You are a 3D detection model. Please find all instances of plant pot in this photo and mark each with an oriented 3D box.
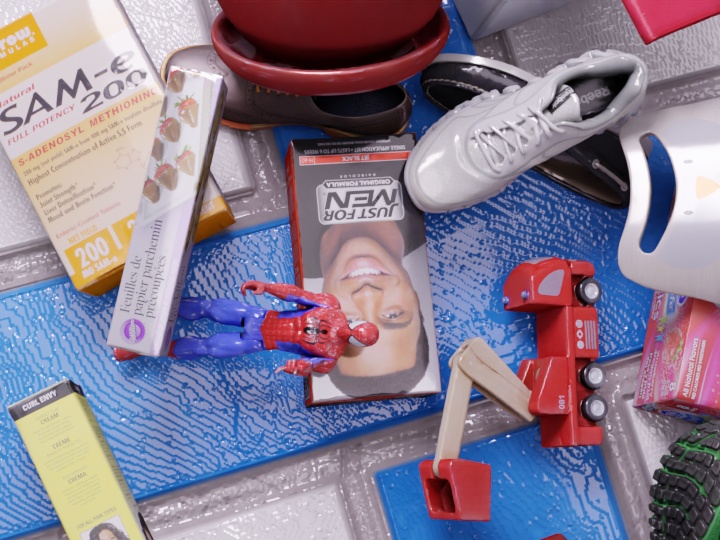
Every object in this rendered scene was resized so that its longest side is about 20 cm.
[{"bbox_3d":[-0.020,-0.234,0.908,0.200,0.201,0.183,-10,124,-10],"label":"plant pot"}]

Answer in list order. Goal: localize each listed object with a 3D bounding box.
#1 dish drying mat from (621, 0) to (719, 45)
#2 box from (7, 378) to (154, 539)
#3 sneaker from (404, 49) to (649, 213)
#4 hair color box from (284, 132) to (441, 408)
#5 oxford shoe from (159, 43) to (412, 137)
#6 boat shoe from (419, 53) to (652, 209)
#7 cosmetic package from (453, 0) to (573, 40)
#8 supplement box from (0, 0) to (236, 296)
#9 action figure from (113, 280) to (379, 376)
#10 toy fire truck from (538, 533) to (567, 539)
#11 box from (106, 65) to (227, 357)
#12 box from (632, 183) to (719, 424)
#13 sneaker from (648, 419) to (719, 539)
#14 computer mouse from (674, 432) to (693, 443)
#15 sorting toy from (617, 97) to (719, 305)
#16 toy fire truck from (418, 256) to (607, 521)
[{"bbox_3d":[0.189,-0.261,0.905,0.077,0.018,0.200,-24,86,-12],"label":"dish drying mat"},{"bbox_3d":[-0.184,0.178,0.915,0.050,0.075,0.200,-26,86,-10],"label":"box"},{"bbox_3d":[0.122,-0.107,0.939,0.200,0.081,0.075,-29,94,1],"label":"sneaker"},{"bbox_3d":[0.000,0.000,0.978,0.101,0.061,0.200,-5,82,-9],"label":"hair color box"},{"bbox_3d":[-0.057,-0.147,0.988,0.200,0.073,0.071,8,80,-3],"label":"oxford shoe"},{"bbox_3d":[0.135,-0.109,1.014,0.200,0.074,0.060,24,73,-12],"label":"boat shoe"},{"bbox_3d":[0.135,-0.321,1.001,0.167,0.166,0.200,-25,85,-12],"label":"cosmetic package"},{"bbox_3d":[-0.195,-0.098,0.951,0.126,0.074,0.200,-29,85,-2],"label":"supplement box"},{"bbox_3d":[-0.089,0.040,0.903,0.200,0.099,0.065,1,83,15],"label":"action figure"},{"bbox_3d":[0.144,0.292,0.885,0.112,0.168,0.200,-14,72,-10],"label":"toy fire truck"},{"bbox_3d":[-0.133,-0.040,0.890,0.039,0.041,0.200,12,86,2],"label":"box"},{"bbox_3d":[0.290,0.021,0.998,0.099,0.095,0.200,15,78,-5],"label":"box"},{"bbox_3d":[0.263,0.202,0.957,0.085,0.078,0.200,1,112,-18],"label":"sneaker"},{"bbox_3d":[0.346,0.150,0.960,0.200,0.140,0.046,7,75,-7],"label":"computer mouse"},{"bbox_3d":[0.278,-0.054,0.927,0.180,0.107,0.200,-1,77,12],"label":"sorting toy"},{"bbox_3d":[0.115,0.087,0.967,0.141,0.049,0.200,3,80,-25],"label":"toy fire truck"}]
